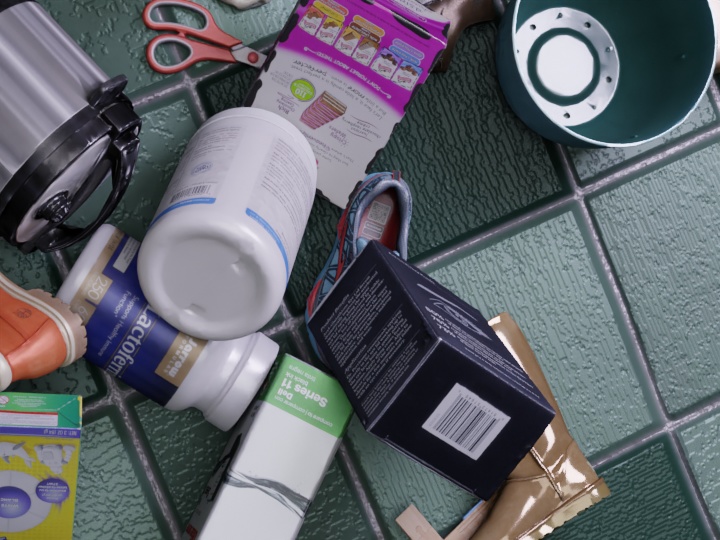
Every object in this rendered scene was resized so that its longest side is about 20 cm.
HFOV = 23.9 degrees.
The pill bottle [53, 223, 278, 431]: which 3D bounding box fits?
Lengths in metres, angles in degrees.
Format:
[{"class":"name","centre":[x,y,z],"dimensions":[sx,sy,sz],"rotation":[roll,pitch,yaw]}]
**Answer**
[{"class":"pill bottle","centre":[-0.181,0.056,1.555],"dimensions":[0.199,0.116,0.116],"rotation":[32,81,-8]}]

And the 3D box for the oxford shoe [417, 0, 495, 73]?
[{"class":"oxford shoe","centre":[0.048,-0.219,1.641],"dimensions":[0.199,0.073,0.085],"rotation":[-32,97,-10]}]

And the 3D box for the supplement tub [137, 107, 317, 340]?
[{"class":"supplement tub","centre":[-0.115,-0.043,1.514],"dimensions":[0.130,0.201,0.133],"rotation":[5,123,8]}]

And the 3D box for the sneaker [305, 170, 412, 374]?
[{"class":"sneaker","centre":[0.000,0.000,1.604],"dimensions":[0.078,0.095,0.203],"rotation":[13,84,-9]}]

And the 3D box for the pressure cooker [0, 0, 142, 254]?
[{"class":"pressure cooker","centre":[-0.293,-0.118,1.506],"dimensions":[0.200,0.176,0.179],"rotation":[45,74,4]}]

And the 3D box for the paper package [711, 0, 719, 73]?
[{"class":"paper package","centre":[0.382,-0.304,1.697],"dimensions":[0.198,0.103,0.193],"rotation":[-15,90,-11]}]

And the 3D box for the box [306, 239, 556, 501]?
[{"class":"box","centre":[0.059,0.085,1.503],"dimensions":[0.147,0.200,0.105],"rotation":[33,102,-28]}]

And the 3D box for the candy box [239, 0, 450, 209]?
[{"class":"candy box","centre":[-0.022,-0.174,1.574],"dimensions":[0.135,0.061,0.201],"rotation":[29,120,-8]}]

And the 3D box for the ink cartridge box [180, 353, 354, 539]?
[{"class":"ink cartridge box","centre":[-0.085,0.185,1.551],"dimensions":[0.082,0.147,0.202],"rotation":[26,81,-7]}]

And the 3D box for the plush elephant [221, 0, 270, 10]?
[{"class":"plush elephant","centre":[-0.096,-0.328,1.584],"dimensions":[0.154,0.200,0.166],"rotation":[23,96,-31]}]

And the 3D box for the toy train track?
[{"class":"toy train track","centre":[0.106,0.250,1.647],"dimensions":[0.200,0.033,0.115],"rotation":[-41,88,-16]}]

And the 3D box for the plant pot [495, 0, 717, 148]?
[{"class":"plant pot","centre":[0.217,-0.208,1.627],"dimensions":[0.198,0.161,0.203],"rotation":[1,86,-12]}]

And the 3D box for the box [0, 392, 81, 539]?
[{"class":"box","centre":[-0.309,0.196,1.503],"dimensions":[0.116,0.049,0.202],"rotation":[3,129,-11]}]

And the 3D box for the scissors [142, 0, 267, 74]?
[{"class":"scissors","centre":[-0.113,-0.215,1.636],"dimensions":[0.197,0.014,0.074],"rotation":[7,83,-9]}]

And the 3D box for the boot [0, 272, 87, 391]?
[{"class":"boot","centre":[-0.347,0.046,1.490],"dimensions":[0.107,0.198,0.076],"rotation":[-35,134,-44]}]

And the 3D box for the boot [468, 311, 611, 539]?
[{"class":"boot","centre":[0.121,0.168,1.623],"dimensions":[0.174,0.066,0.201],"rotation":[-30,80,-16]}]
